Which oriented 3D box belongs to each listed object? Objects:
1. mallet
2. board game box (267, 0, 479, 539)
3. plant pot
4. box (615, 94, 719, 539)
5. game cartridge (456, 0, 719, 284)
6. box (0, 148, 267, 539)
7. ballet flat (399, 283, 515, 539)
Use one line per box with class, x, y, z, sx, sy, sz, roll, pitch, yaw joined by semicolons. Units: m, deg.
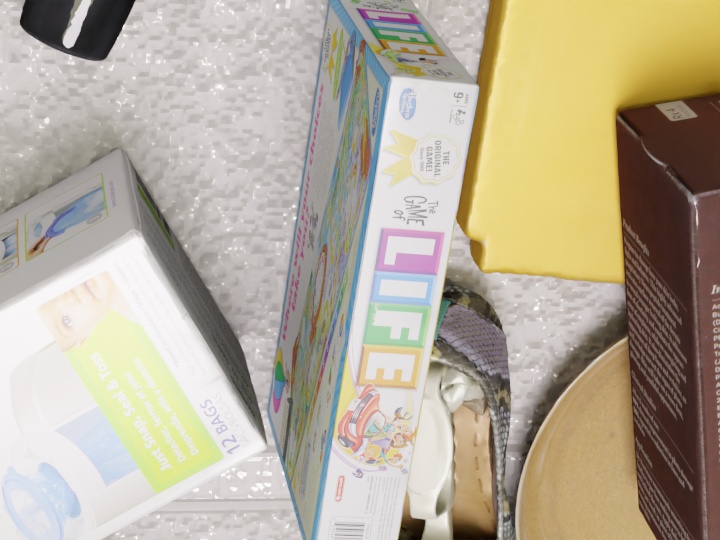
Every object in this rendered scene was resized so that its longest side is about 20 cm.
mallet;-0.179;-0.135;0.713;0.200;0.041;0.066;14;106;-12
board game box;0.000;0.000;0.747;0.034;0.135;0.200;4;112;-13
plant pot;0.167;0.101;0.881;0.199;0.027;0.201;-4;112;-10
box;0.158;0.035;0.781;0.075;0.100;0.200;-11;116;-5
game cartridge;0.149;-0.077;0.803;0.199;0.032;0.177;5;111;-10
box;-0.154;0.057;0.759;0.200;0.101;0.113;-28;114;2
ballet flat;0.033;0.108;0.833;0.072;0.072;0.201;-7;113;-8
